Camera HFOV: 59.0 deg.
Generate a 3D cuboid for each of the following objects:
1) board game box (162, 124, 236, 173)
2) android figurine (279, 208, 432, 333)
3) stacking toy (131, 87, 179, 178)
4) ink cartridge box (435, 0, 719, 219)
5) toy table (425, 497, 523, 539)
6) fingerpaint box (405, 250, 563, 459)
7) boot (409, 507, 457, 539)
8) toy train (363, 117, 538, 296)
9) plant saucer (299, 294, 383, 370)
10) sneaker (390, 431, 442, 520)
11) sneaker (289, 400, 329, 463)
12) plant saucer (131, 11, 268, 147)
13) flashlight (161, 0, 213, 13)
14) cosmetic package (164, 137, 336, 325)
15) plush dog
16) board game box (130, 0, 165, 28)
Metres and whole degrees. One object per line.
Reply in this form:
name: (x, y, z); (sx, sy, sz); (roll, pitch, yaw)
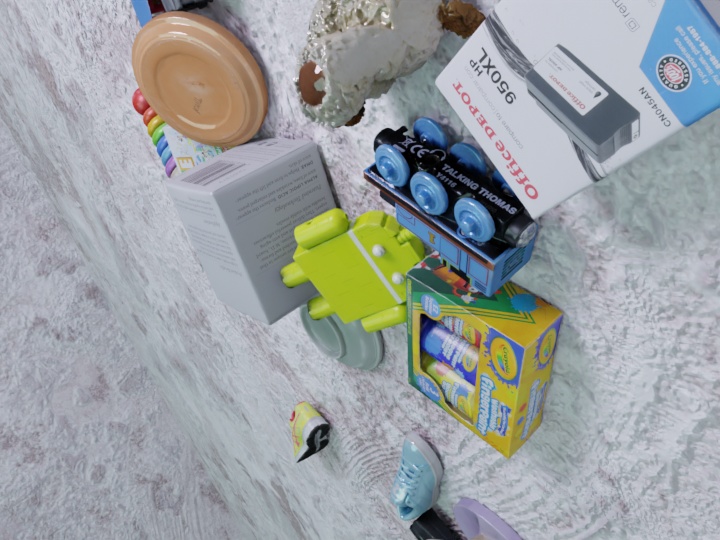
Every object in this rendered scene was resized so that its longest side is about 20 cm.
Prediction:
board game box: (-0.225, -0.146, 1.031); (0.134, 0.034, 0.201); (4, 126, 26)
android figurine: (0.000, 0.000, 0.799); (0.199, 0.041, 0.182); (-20, 119, 28)
stacking toy: (-0.340, -0.241, 1.117); (0.200, 0.085, 0.085); (55, 151, 10)
ink cartridge box: (0.164, -0.146, 0.449); (0.145, 0.084, 0.200); (55, 151, 2)
toy table: (0.195, 0.470, 0.993); (0.200, 0.117, 0.185); (37, 146, 32)
fingerpaint box: (0.135, 0.098, 0.748); (0.167, 0.073, 0.201); (34, 144, 34)
boot: (0.163, 0.542, 1.161); (0.200, 0.066, 0.165); (42, 140, 18)
toy train: (0.088, -0.069, 0.644); (0.200, 0.087, 0.115); (38, 152, 28)
plant saucer: (-0.048, 0.087, 1.038); (0.200, 0.050, 0.201); (36, 145, 31)
sneaker: (0.088, 0.358, 1.073); (0.074, 0.082, 0.201); (27, 140, 39)
sneaker: (-0.119, 0.349, 1.395); (0.090, 0.078, 0.200); (51, 146, 25)
plant saucer: (-0.225, -0.253, 0.878); (0.199, 0.032, 0.201); (14, 140, 12)
flashlight: (-0.256, -0.436, 0.814); (0.068, 0.068, 0.201); (8, 121, 56)
cosmetic package: (-0.139, -0.063, 0.900); (0.164, 0.165, 0.201); (18, 134, 51)
plush dog: (0.006, -0.225, 0.588); (0.172, 0.159, 0.201); (-163, 74, -67)
board game box: (-0.309, -0.420, 0.906); (0.200, 0.039, 0.159); (20, 129, 67)
